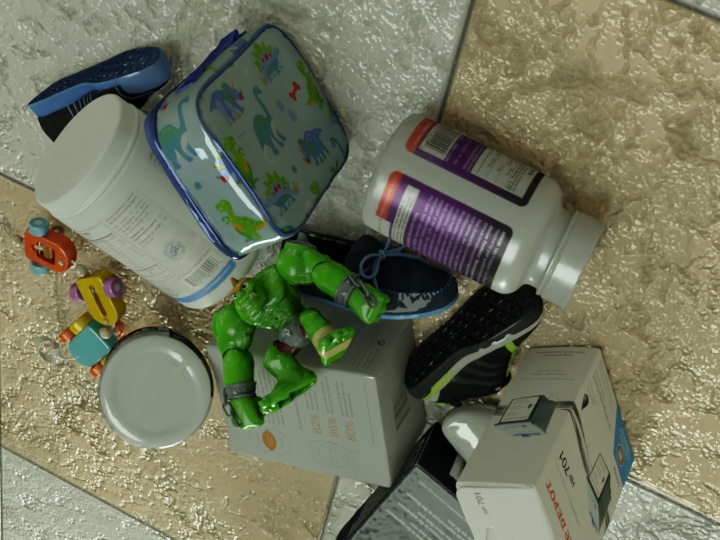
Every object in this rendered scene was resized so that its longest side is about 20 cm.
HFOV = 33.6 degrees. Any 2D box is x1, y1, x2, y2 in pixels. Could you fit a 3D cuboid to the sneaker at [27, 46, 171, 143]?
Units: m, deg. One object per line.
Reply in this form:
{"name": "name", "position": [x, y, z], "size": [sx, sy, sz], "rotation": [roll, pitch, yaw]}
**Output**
{"name": "sneaker", "position": [-0.253, -0.168, 1.212], "size": [0.199, 0.070, 0.078], "rotation": [-8, 124, 40]}

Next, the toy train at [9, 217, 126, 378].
{"name": "toy train", "position": [-0.336, 0.029, 1.415], "size": [0.149, 0.056, 0.202], "rotation": [19, 127, 18]}

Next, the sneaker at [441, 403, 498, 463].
{"name": "sneaker", "position": [0.164, 0.217, 1.241], "size": [0.200, 0.087, 0.075], "rotation": [40, 128, -2]}

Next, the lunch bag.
{"name": "lunch bag", "position": [-0.097, -0.121, 1.062], "size": [0.082, 0.201, 0.161], "rotation": [-21, 113, 31]}

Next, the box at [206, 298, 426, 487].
{"name": "box", "position": [-0.045, 0.124, 1.278], "size": [0.198, 0.107, 0.154], "rotation": [9, 128, 24]}

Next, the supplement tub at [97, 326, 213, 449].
{"name": "supplement tub", "position": [-0.228, 0.125, 1.321], "size": [0.123, 0.123, 0.200], "rotation": [44, 172, -7]}

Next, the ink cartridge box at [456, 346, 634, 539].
{"name": "ink cartridge box", "position": [0.181, 0.191, 1.135], "size": [0.085, 0.200, 0.148], "rotation": [-5, 121, 32]}

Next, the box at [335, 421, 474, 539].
{"name": "box", "position": [0.070, 0.296, 1.303], "size": [0.148, 0.104, 0.200], "rotation": [40, 115, 0]}

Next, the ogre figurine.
{"name": "ogre figurine", "position": [-0.075, 0.054, 1.163], "size": [0.120, 0.098, 0.200], "rotation": [54, 130, 20]}

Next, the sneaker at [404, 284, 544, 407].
{"name": "sneaker", "position": [0.126, 0.078, 1.190], "size": [0.082, 0.072, 0.200], "rotation": [27, 139, -24]}

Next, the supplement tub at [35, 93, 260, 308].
{"name": "supplement tub", "position": [-0.202, -0.064, 1.171], "size": [0.131, 0.133, 0.200], "rotation": [-19, 135, 38]}

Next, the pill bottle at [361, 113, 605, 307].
{"name": "pill bottle", "position": [0.110, -0.048, 1.058], "size": [0.199, 0.112, 0.112], "rotation": [27, 133, 10]}

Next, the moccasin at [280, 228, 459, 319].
{"name": "moccasin", "position": [0.000, 0.000, 1.180], "size": [0.198, 0.081, 0.069], "rotation": [7, 122, 25]}
